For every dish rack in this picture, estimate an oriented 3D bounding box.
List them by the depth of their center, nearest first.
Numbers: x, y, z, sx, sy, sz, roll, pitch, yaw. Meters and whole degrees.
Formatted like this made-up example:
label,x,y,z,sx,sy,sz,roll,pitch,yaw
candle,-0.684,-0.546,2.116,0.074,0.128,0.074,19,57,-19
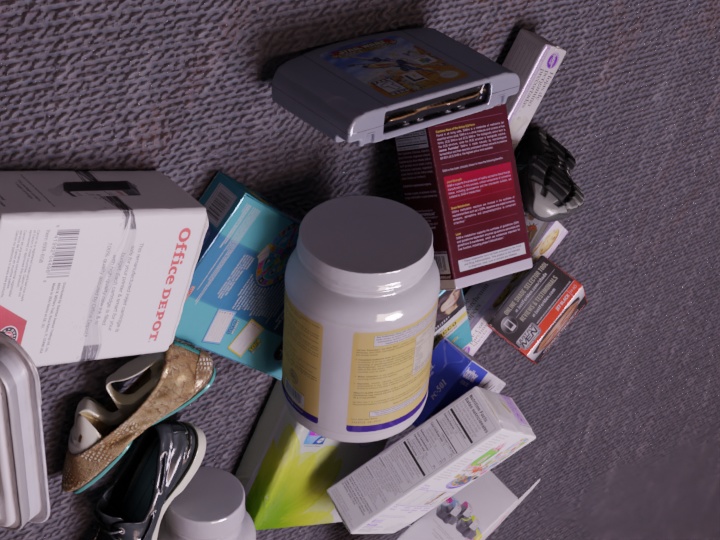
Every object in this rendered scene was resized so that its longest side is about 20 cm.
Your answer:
label,x,y,z,sx,sy,sz,roll,pitch,yaw
dish rack,-0.327,0.116,1.126,0.044,0.171,0.200,-46,150,-44

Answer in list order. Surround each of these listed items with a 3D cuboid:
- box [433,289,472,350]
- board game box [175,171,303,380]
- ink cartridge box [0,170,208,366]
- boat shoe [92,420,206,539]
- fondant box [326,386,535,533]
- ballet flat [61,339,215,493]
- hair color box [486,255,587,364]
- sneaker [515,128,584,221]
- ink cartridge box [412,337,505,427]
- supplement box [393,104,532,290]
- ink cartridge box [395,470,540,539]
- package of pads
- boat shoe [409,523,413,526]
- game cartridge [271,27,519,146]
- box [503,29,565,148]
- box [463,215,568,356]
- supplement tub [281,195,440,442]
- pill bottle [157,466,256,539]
label,x,y,z,sx,sy,sz,roll,pitch,yaw
box,0.070,0.052,1.527,0.082,0.049,0.200,-41,158,-8
board game box,-0.105,0.010,1.365,0.151,0.047,0.200,-55,143,5
ink cartridge box,-0.242,-0.003,1.185,0.200,0.084,0.145,-3,122,-43
boat shoe,-0.229,0.234,1.405,0.066,0.074,0.200,28,98,-50
fondant box,0.079,0.208,1.537,0.200,0.058,0.144,-35,160,12
ballet flat,-0.224,0.129,1.325,0.200,0.071,0.065,-41,117,13
hair color box,0.205,0.049,1.637,0.102,0.061,0.200,-52,167,2
sneaker,0.186,-0.083,1.497,0.079,0.075,0.200,-46,-173,20
ink cartridge box,0.101,0.137,1.591,0.094,0.044,0.200,-51,160,1
supplement box,0.097,-0.089,1.397,0.109,0.061,0.201,-14,98,-36
ink cartridge box,0.111,0.301,1.674,0.200,0.068,0.115,-38,166,-28
package of pads,-0.043,0.186,1.557,0.154,0.068,0.200,6,117,-46
boat shoe,0.059,0.285,1.744,0.074,0.065,0.200,-54,143,4
game cartridge,0.027,-0.170,1.277,0.200,0.133,0.042,-20,134,-34
box,0.144,-0.149,1.477,0.039,0.041,0.200,7,114,-49
box,0.161,0.017,1.645,0.200,0.039,0.041,-52,143,2
supplement tub,-0.001,0.046,1.343,0.145,0.145,0.201,-22,134,-31
pill bottle,-0.167,0.306,1.496,0.112,0.112,0.201,-21,134,-32
